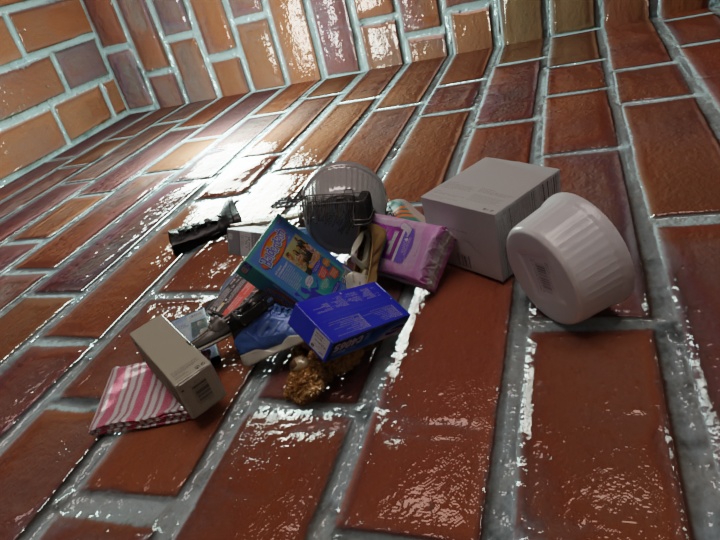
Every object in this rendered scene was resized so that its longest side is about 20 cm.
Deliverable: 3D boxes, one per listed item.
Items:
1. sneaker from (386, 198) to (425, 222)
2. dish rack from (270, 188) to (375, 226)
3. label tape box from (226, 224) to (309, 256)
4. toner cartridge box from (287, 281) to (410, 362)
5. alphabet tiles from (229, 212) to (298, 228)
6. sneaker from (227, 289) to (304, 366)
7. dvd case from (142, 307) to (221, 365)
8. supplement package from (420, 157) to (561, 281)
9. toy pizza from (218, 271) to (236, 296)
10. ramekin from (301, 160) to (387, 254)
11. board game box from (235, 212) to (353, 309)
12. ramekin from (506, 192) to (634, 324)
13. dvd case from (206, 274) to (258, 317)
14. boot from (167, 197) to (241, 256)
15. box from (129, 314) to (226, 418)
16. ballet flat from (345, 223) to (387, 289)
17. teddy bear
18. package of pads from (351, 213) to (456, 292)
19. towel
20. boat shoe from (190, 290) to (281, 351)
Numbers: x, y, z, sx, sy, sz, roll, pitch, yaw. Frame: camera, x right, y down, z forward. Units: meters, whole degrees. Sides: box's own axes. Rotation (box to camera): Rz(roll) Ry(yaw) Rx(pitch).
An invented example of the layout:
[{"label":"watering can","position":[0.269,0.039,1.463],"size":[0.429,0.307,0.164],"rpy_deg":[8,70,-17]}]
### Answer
[{"label":"sneaker","position":[0.089,-0.104,1.301],"size":[0.079,0.072,0.200],"rpy_deg":[-21,31,-18]},{"label":"dish rack","position":[-0.073,-0.124,1.135],"size":[0.197,0.055,0.154],"rpy_deg":[-2,14,6]},{"label":"label tape box","position":[-0.187,-0.064,1.314],"size":[0.198,0.064,0.143],"rpy_deg":[9,14,41]},{"label":"toner cartridge box","position":[-0.014,0.078,0.940],"size":[0.095,0.043,0.199],"rpy_deg":[44,33,26]},{"label":"alphabet tiles","position":[-0.230,-0.128,1.481],"size":[0.198,0.015,0.195],"rpy_deg":[-13,10,-23]},{"label":"sneaker","position":[-0.137,0.077,1.002],"size":[0.198,0.112,0.077],"rpy_deg":[-25,3,11]},{"label":"dvd case","position":[-0.359,0.152,1.141],"size":[0.141,0.018,0.200],"rpy_deg":[-24,32,-12]},{"label":"supplement package","position":[0.264,-0.109,1.149],"size":[0.199,0.149,0.190],"rpy_deg":[-32,34,-27]},{"label":"toy pizza","position":[-0.208,0.038,1.244],"size":[0.197,0.032,0.201],"rpy_deg":[-9,32,6]},{"label":"ramekin","position":[-0.036,-0.129,1.287],"size":[0.197,0.202,0.106],"rpy_deg":[-11,39,8]},{"label":"board game box","position":[-0.116,0.005,1.094],"size":[0.045,0.199,0.153],"rpy_deg":[-42,15,42]},{"label":"ramekin","position":[0.323,-0.012,0.920],"size":[0.097,0.202,0.200],"rpy_deg":[-29,32,-10]},{"label":"dvd case","position":[-0.187,0.059,1.152],"size":[0.198,0.022,0.147],"rpy_deg":[13,50,25]},{"label":"boot","position":[-0.431,-0.124,1.599],"size":[0.198,0.066,0.165],"rpy_deg":[-24,29,-6]},{"label":"box","position":[-0.311,0.157,0.974],"size":[0.068,0.083,0.199],"rpy_deg":[-34,41,-26]},{"label":"ballet flat","position":[0.000,0.000,1.096],"size":[0.068,0.063,0.202],"rpy_deg":[-16,54,47]},{"label":"teddy bear","position":[-0.054,0.138,0.970],"size":[0.199,0.067,0.144],"rpy_deg":[-30,30,-24]},{"label":"package of pads","position":[0.085,-0.040,1.150],"size":[0.199,0.075,0.122],"rpy_deg":[17,78,44]},{"label":"towel","position":[-0.366,0.208,1.014],"size":[0.197,0.030,0.147],"rpy_deg":[-11,37,4]},{"label":"boat shoe","position":[-0.233,0.084,1.066],"size":[0.198,0.057,0.067],"rpy_deg":[-28,2,-17]}]
